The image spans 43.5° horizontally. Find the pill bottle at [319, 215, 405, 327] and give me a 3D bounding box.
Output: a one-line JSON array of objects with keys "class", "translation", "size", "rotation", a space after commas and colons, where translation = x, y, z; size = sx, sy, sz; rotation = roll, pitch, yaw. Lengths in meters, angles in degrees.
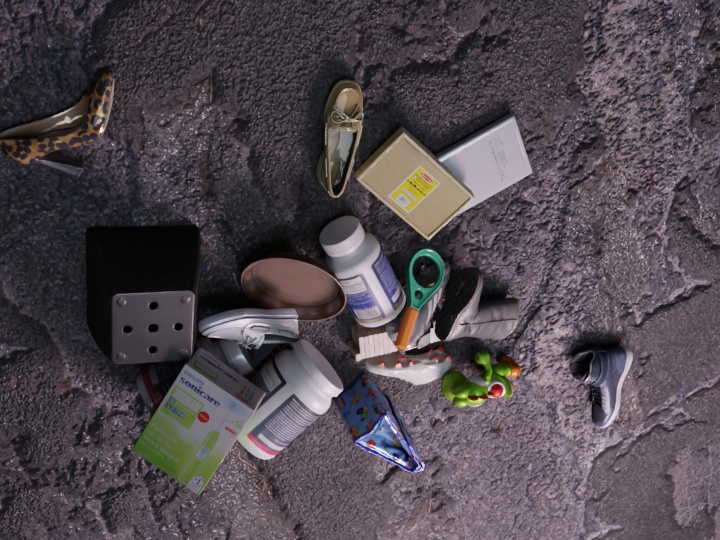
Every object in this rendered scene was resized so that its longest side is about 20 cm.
[{"class": "pill bottle", "translation": [0.000, 0.000, 1.692], "size": [0.110, 0.111, 0.201], "rotation": [-30, 124, -1]}]

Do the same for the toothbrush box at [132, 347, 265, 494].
[{"class": "toothbrush box", "translation": [-0.282, 0.263, 1.575], "size": [0.145, 0.086, 0.201], "rotation": [35, 107, -3]}]

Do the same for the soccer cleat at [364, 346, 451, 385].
[{"class": "soccer cleat", "translation": [0.099, 0.206, 1.873], "size": [0.197, 0.069, 0.078], "rotation": [0, 121, -23]}]

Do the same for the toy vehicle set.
[{"class": "toy vehicle set", "translation": [0.101, -0.158, 1.666], "size": [0.124, 0.027, 0.199], "rotation": [-41, 119, 20]}]

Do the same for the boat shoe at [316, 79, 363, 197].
[{"class": "boat shoe", "translation": [-0.032, -0.230, 1.579], "size": [0.072, 0.063, 0.203], "rotation": [5, 116, -22]}]

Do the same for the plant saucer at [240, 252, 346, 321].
[{"class": "plant saucer", "translation": [-0.120, 0.026, 1.658], "size": [0.197, 0.035, 0.201], "rotation": [9, 146, 6]}]

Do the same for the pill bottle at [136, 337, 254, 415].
[{"class": "pill bottle", "translation": [-0.305, 0.196, 1.687], "size": [0.198, 0.120, 0.120], "rotation": [-29, 124, -3]}]

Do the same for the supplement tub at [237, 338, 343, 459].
[{"class": "supplement tub", "translation": [-0.144, 0.239, 1.677], "size": [0.200, 0.141, 0.140], "rotation": [-41, 124, 6]}]

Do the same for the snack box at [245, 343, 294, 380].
[{"class": "snack box", "translation": [-0.172, 0.232, 1.786], "size": [0.200, 0.068, 0.169], "rotation": [-41, 123, 7]}]

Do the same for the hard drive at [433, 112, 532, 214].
[{"class": "hard drive", "translation": [0.220, -0.194, 1.714], "size": [0.198, 0.025, 0.133], "rotation": [-29, 124, -3]}]

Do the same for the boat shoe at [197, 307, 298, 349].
[{"class": "boat shoe", "translation": [-0.195, 0.109, 1.634], "size": [0.198, 0.068, 0.073], "rotation": [-5, 161, -31]}]

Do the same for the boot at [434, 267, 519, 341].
[{"class": "boot", "translation": [0.255, 0.071, 1.818], "size": [0.198, 0.073, 0.183], "rotation": [2, 129, -35]}]

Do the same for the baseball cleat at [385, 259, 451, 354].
[{"class": "baseball cleat", "translation": [0.122, 0.076, 1.776], "size": [0.200, 0.069, 0.107], "rotation": [-48, 129, -23]}]

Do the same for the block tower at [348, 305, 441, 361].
[{"class": "block tower", "translation": [0.075, 0.125, 1.825], "size": [0.197, 0.054, 0.058], "rotation": [-14, 121, -13]}]

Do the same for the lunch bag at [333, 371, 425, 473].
[{"class": "lunch bag", "translation": [0.054, 0.332, 1.875], "size": [0.094, 0.151, 0.200], "rotation": [-41, 123, 6]}]

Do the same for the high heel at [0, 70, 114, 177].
[{"class": "high heel", "translation": [-0.474, -0.241, 1.404], "size": [0.141, 0.072, 0.201], "rotation": [16, 121, -33]}]

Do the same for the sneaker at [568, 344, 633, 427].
[{"class": "sneaker", "translation": [0.528, 0.266, 2.046], "size": [0.145, 0.077, 0.205], "rotation": [-1, 109, -32]}]

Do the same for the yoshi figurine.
[{"class": "yoshi figurine", "translation": [0.245, 0.236, 1.920], "size": [0.199, 0.114, 0.112], "rotation": [-11, 166, -46]}]

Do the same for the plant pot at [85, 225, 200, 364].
[{"class": "plant pot", "translation": [-0.365, 0.053, 1.551], "size": [0.197, 0.178, 0.202], "rotation": [-2, 120, -20]}]

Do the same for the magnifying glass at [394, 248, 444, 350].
[{"class": "magnifying glass", "translation": [0.106, 0.053, 1.709], "size": [0.079, 0.022, 0.202], "rotation": [27, 73, -22]}]
